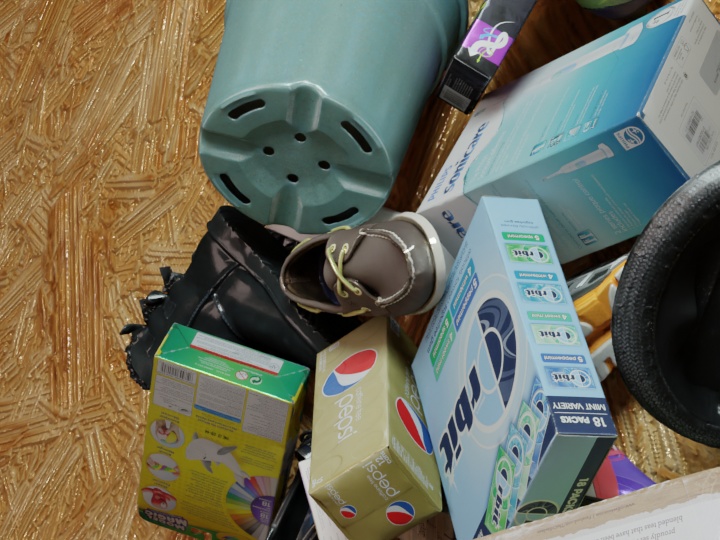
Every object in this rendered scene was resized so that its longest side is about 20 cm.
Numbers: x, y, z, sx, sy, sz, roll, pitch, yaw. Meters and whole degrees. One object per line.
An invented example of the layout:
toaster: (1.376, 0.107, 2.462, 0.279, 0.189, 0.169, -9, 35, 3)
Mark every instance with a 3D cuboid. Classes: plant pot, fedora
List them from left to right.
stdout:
plant pot: (-0.030, -0.145, 1.377, 0.200, 0.200, 0.196, -30, 32, 38)
fedora: (0.243, 0.008, 1.106, 0.201, 0.200, 0.092, -57, 11, 16)

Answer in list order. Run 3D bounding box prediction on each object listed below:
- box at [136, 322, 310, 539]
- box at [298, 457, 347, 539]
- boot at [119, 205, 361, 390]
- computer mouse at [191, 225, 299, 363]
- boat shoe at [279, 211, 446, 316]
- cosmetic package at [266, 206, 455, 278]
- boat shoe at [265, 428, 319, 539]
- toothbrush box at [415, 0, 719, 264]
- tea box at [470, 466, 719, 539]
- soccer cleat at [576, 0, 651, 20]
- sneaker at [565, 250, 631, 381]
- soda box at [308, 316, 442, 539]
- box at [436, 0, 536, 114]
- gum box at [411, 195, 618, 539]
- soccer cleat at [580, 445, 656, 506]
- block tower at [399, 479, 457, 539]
box: (-0.111, 0.142, 1.424, 0.048, 0.117, 0.200, -64, -10, -50)
box: (0.002, 0.229, 1.317, 0.041, 0.039, 0.201, -21, 70, 8)
boot: (-0.096, 0.063, 1.441, 0.198, 0.073, 0.163, 45, 112, 26)
computer mouse: (-0.085, 0.059, 1.521, 0.138, 0.053, 0.201, -15, 60, 33)
boat shoe: (0.000, 0.000, 1.275, 0.200, 0.059, 0.072, 176, 85, -68)
cosmetic package: (0.019, -0.022, 1.409, 0.200, 0.082, 0.051, 21, 92, 50)
boat shoe: (-0.025, 0.153, 1.399, 0.070, 0.066, 0.201, 31, 99, 50)
toothbrush box: (0.154, -0.084, 1.228, 0.200, 0.085, 0.147, -22, 27, 41)
tea box: (0.193, 0.212, 1.021, 0.200, 0.196, 0.134, -24, 58, 41)
soccer cleat: (0.221, -0.259, 1.270, 0.200, 0.084, 0.065, -48, 45, 26)
sneaker: (0.187, 0.015, 1.210, 0.200, 0.078, 0.077, -26, 18, 26)
soda box: (0.010, 0.110, 1.266, 0.068, 0.064, 0.200, -33, 20, 15)
box: (0.122, -0.218, 1.316, 0.200, 0.036, 0.143, -59, -1, -6)
gum box: (0.093, 0.082, 1.161, 0.170, 0.044, 0.200, 111, 155, -43)
soccer cleat: (0.136, 0.120, 1.228, 0.200, 0.068, 0.073, 17, 91, 54)
block tower: (0.084, 0.188, 1.256, 0.200, 0.058, 0.054, 32, 129, 48)
